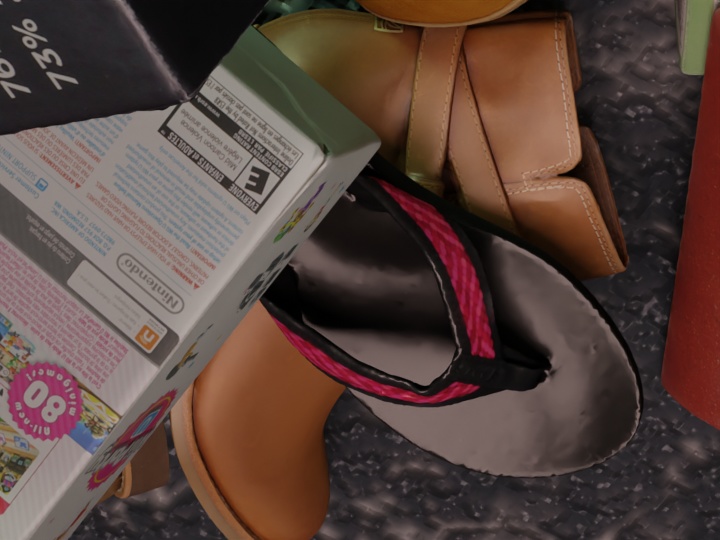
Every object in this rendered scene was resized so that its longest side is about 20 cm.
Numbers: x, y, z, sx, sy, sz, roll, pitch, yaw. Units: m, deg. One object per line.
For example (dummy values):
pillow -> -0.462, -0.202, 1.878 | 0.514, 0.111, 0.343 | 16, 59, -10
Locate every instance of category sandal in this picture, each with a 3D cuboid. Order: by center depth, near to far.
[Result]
sandal -> 0.000, 0.000, 0.894 | 0.200, 0.045, 0.075 | 40, 108, -12

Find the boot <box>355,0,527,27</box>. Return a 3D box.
boot -> 0.004, -0.120, 0.802 | 0.144, 0.071, 0.201 | 9, 169, -32

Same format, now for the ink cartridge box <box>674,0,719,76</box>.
ink cartridge box -> 0.193, -0.114, 0.850 | 0.199, 0.048, 0.146 | 1, 143, 2

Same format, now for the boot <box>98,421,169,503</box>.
boot -> -0.117, -0.009, 0.933 | 0.075, 0.074, 0.201 | -18, 113, -17

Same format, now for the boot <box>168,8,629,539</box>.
boot -> 0.011, 0.007, 0.960 | 0.154, 0.074, 0.200 | -8, 126, 8

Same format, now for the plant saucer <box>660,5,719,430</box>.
plant saucer -> 0.200, -0.001, 0.929 | 0.199, 0.037, 0.200 | 3, 141, 2

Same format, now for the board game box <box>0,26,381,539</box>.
board game box -> -0.114, -0.007, 0.870 | 0.147, 0.064, 0.200 | 41, 105, 6

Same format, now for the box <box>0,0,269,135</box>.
box -> -0.119, -0.114, 0.705 | 0.200, 0.104, 0.148 | -5, 129, 42
